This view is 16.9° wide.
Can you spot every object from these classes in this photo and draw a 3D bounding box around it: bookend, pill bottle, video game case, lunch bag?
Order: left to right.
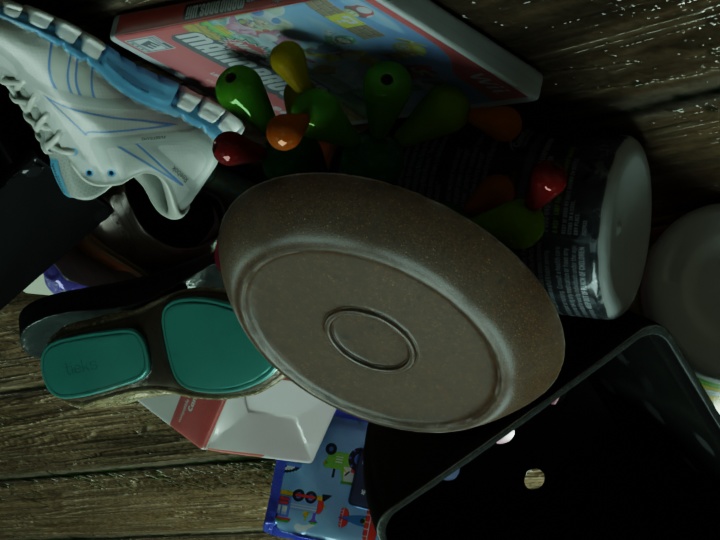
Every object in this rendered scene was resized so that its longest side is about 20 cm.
[{"bbox_3d":[-0.293,-0.056,1.536,0.200,0.199,0.092,-39,148,8],"label":"bookend"},{"bbox_3d":[-0.020,-0.117,1.321,0.200,0.017,0.143,-5,157,43],"label":"video game case"},{"bbox_3d":[0.017,0.128,1.790,0.150,0.200,0.094,10,164,5],"label":"lunch bag"},{"bbox_3d":[0.059,-0.034,1.388,0.200,0.106,0.106,6,163,21],"label":"pill bottle"},{"bbox_3d":[0.210,0.037,1.510,0.111,0.111,0.200,12,164,-3],"label":"pill bottle"}]

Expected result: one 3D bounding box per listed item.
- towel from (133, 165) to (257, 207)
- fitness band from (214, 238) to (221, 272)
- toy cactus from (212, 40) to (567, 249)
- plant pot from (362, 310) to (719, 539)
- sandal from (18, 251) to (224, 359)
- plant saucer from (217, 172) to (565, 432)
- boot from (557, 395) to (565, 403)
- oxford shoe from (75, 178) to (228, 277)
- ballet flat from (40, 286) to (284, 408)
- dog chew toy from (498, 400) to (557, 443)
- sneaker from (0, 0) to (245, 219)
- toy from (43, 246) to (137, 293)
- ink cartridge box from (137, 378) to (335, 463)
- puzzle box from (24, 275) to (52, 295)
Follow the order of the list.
[{"bbox_3d":[-0.097,-0.039,1.633,0.200,0.022,0.147,26,158,-34],"label":"towel"},{"bbox_3d":[0.000,0.000,1.488,0.144,0.037,0.200,34,-156,31],"label":"fitness band"},{"bbox_3d":[0.003,-0.035,1.307,0.200,0.102,0.165,18,127,6],"label":"toy cactus"},{"bbox_3d":[0.115,0.131,1.459,0.200,0.199,0.177,55,178,-24],"label":"plant pot"},{"bbox_3d":[-0.118,0.033,1.546,0.200,0.048,0.075,-14,150,2],"label":"sandal"},{"bbox_3d":[0.010,0.027,1.298,0.200,0.035,0.200,17,146,12],"label":"plant saucer"},{"bbox_3d":[0.047,0.103,1.922,0.165,0.066,0.200,15,169,-42],"label":"boot"},{"bbox_3d":[-0.100,-0.009,1.581,0.200,0.071,0.073,26,154,-34],"label":"oxford shoe"},{"bbox_3d":[-0.106,0.044,1.462,0.200,0.071,0.065,-5,-175,37],"label":"ballet flat"},{"bbox_3d":[0.043,0.051,1.676,0.200,0.125,0.125,11,166,34],"label":"dog chew toy"},{"bbox_3d":[-0.162,-0.089,1.364,0.200,0.087,0.075,27,175,-27],"label":"sneaker"},{"bbox_3d":[-0.171,0.004,1.635,0.200,0.047,0.115,17,-155,-53],"label":"toy"},{"bbox_3d":[-0.122,0.062,1.757,0.116,0.068,0.200,12,-165,-48],"label":"ink cartridge box"},{"bbox_3d":[-0.227,-0.020,1.774,0.133,0.025,0.200,5,163,19],"label":"puzzle box"}]
